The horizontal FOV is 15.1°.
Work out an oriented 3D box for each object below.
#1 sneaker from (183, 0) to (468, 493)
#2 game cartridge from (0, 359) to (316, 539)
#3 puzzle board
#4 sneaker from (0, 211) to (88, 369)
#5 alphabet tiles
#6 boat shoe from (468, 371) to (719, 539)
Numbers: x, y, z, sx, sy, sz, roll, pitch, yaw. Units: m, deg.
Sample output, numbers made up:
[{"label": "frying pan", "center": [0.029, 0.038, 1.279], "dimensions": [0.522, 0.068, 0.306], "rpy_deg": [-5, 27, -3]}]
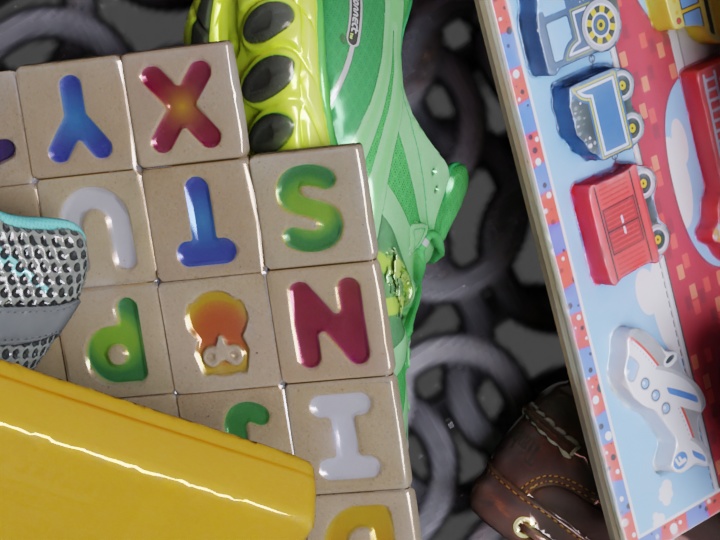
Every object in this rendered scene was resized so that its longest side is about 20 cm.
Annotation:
[{"label": "sneaker", "center": [0.000, 0.000, 0.820], "dimensions": [0.083, 0.074, 0.201], "rpy_deg": [-16, 111, -35]}, {"label": "game cartridge", "center": [-0.132, 0.096, 0.756], "dimensions": [0.176, 0.032, 0.200], "rpy_deg": [20, 128, -19]}, {"label": "puzzle board", "center": [0.112, -0.033, 0.822], "dimensions": [0.151, 0.017, 0.200], "rpy_deg": [-25, 109, -33]}, {"label": "sneaker", "center": [-0.158, -0.036, 0.764], "dimensions": [0.200, 0.078, 0.091], "rpy_deg": [46, 75, -6]}, {"label": "alphabet tiles", "center": [-0.069, 0.037, 0.794], "dimensions": [0.166, 0.006, 0.201], "rpy_deg": [-5, 100, 18]}, {"label": "boat shoe", "center": [0.122, 0.110, 0.884], "dimensions": [0.200, 0.070, 0.070], "rpy_deg": [40, 90, -11]}]
